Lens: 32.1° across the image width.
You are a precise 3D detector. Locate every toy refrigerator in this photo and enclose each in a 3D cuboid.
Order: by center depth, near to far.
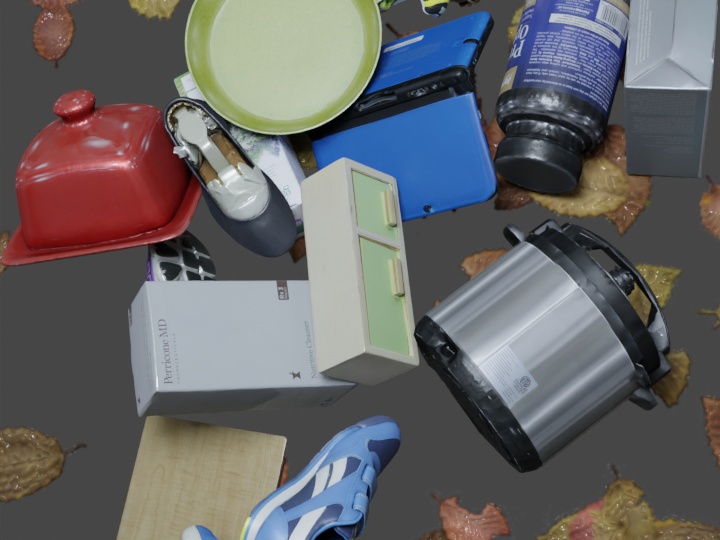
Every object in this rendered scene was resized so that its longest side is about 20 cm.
[{"bbox_3d":[0.000,0.000,1.187,0.070,0.076,0.200,-27,58,38],"label":"toy refrigerator"}]

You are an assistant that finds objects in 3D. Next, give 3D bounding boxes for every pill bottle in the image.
[{"bbox_3d":[0.197,-0.184,1.238,0.112,0.112,0.200,13,75,17],"label":"pill bottle"}]

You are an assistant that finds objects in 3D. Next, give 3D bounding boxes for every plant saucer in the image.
[{"bbox_3d":[-0.076,-0.231,1.262,0.200,0.031,0.200,-1,81,6],"label":"plant saucer"}]

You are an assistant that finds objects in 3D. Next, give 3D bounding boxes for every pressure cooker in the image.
[{"bbox_3d":[0.172,0.063,1.122,0.200,0.176,0.179,-38,34,-4],"label":"pressure cooker"}]

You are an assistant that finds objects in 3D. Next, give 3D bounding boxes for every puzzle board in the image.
[{"bbox_3d":[-0.162,0.250,1.228,0.151,0.017,0.200,8,74,14],"label":"puzzle board"}]

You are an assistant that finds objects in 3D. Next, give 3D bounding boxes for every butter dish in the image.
[{"bbox_3d":[-0.268,-0.112,1.269,0.200,0.148,0.199,-9,29,11],"label":"butter dish"}]

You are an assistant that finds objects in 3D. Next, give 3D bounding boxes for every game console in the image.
[{"bbox_3d":[0.053,-0.149,1.272,0.200,0.118,0.171,-12,36,35],"label":"game console"}]

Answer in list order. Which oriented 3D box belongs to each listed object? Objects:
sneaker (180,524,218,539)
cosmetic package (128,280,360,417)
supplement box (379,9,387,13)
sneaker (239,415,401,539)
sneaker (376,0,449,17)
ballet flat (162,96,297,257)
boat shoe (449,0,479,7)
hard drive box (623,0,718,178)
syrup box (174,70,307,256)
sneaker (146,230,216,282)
[{"bbox_3d":[-0.073,0.296,1.152,0.111,0.077,0.200,-35,67,-14],"label":"sneaker"},{"bbox_3d":[-0.114,0.072,1.190,0.200,0.081,0.113,-1,68,-26],"label":"cosmetic package"},{"bbox_3d":[-0.071,-0.321,1.371,0.200,0.069,0.067,1,74,10],"label":"supplement box"},{"bbox_3d":[-0.020,0.213,1.147,0.082,0.074,0.200,29,52,28],"label":"sneaker"},{"bbox_3d":[0.004,-0.310,1.281,0.200,0.075,0.076,13,93,20],"label":"sneaker"},{"bbox_3d":[-0.134,-0.097,1.222,0.073,0.073,0.200,-36,68,0],"label":"ballet flat"},{"bbox_3d":[0.118,-0.312,1.325,0.200,0.076,0.072,18,80,27],"label":"boat shoe"},{"bbox_3d":[0.291,-0.196,1.173,0.077,0.200,0.156,4,74,14],"label":"hard drive box"},{"bbox_3d":[-0.115,-0.124,1.306,0.079,0.081,0.200,-27,70,6],"label":"syrup box"},{"bbox_3d":[-0.199,0.039,1.276,0.083,0.081,0.200,-31,53,34],"label":"sneaker"}]
